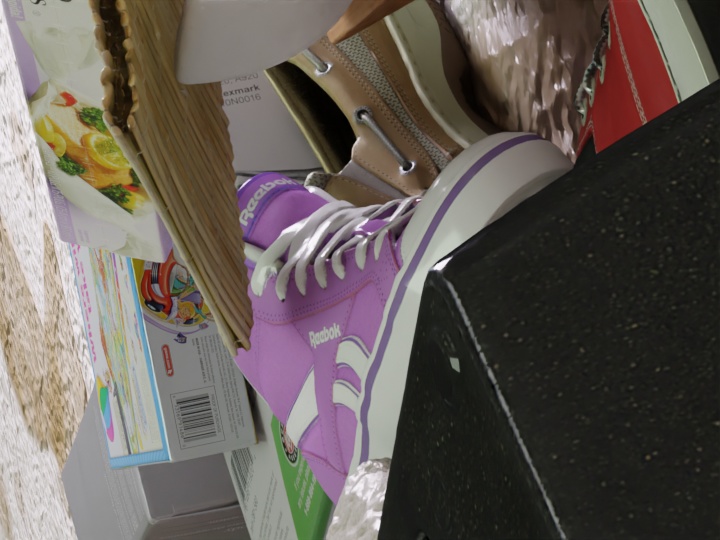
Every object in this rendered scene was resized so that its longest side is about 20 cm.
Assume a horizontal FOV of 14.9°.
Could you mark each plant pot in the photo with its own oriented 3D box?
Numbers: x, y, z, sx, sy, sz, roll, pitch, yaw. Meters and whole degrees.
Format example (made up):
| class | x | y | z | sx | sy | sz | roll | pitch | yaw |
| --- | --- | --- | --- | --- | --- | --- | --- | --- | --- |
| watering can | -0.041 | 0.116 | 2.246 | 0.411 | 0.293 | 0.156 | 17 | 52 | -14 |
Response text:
| class | x | y | z | sx | sy | sz | roll | pitch | yaw |
| --- | --- | --- | --- | --- | --- | --- | --- | --- | --- |
| plant pot | 0.107 | 0.068 | 0.506 | 0.200 | 0.177 | 0.200 | 99 | 154 | -51 |

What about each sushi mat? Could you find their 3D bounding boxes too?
| class | x | y | z | sx | sy | sz | roll | pitch | yaw |
| --- | --- | --- | --- | --- | --- | --- | --- | --- | --- |
| sushi mat | -0.053 | -0.047 | 0.766 | 0.200 | 0.012 | 0.096 | 71 | -170 | -71 |

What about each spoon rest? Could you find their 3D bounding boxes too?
| class | x | y | z | sx | sy | sz | roll | pitch | yaw |
| --- | --- | --- | --- | --- | --- | --- | --- | --- | --- |
| spoon rest | -0.028 | -0.144 | 0.760 | 0.099 | 0.060 | 0.200 | 112 | 156 | -60 |

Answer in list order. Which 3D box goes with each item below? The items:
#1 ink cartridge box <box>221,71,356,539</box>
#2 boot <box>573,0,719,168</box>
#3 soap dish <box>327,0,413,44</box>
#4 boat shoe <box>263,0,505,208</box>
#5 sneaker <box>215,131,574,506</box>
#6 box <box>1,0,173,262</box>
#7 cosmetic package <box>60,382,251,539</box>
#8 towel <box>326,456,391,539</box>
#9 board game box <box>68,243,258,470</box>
| class | x | y | z | sx | sy | sz | roll | pitch | yaw |
| --- | --- | --- | --- | --- | --- | --- | --- | --- | --- |
| ink cartridge box | -0.013 | 0.014 | 1.039 | 0.146 | 0.084 | 0.200 | 104 | 151 | -57 |
| boot | 0.075 | -0.082 | 0.702 | 0.144 | 0.072 | 0.200 | 171 | 83 | -75 |
| soap dish | 0.014 | -0.166 | 0.820 | 0.200 | 0.081 | 0.158 | 152 | 106 | -74 |
| boat shoe | 0.014 | -0.020 | 0.936 | 0.072 | 0.076 | 0.200 | 94 | 157 | -43 |
| sneaker | -0.001 | 0.000 | 0.840 | 0.114 | 0.073 | 0.201 | 50 | 149 | 18 |
| box | -0.079 | -0.074 | 0.822 | 0.200 | 0.039 | 0.042 | 86 | -162 | -56 |
| cosmetic package | -0.070 | 0.092 | 1.257 | 0.200 | 0.107 | 0.090 | 113 | 142 | -66 |
| towel | 0.000 | 0.156 | 0.758 | 0.133 | 0.034 | 0.200 | -160 | 84 | -70 |
| board game box | -0.088 | -0.026 | 1.054 | 0.134 | 0.034 | 0.201 | 161 | 98 | -75 |
